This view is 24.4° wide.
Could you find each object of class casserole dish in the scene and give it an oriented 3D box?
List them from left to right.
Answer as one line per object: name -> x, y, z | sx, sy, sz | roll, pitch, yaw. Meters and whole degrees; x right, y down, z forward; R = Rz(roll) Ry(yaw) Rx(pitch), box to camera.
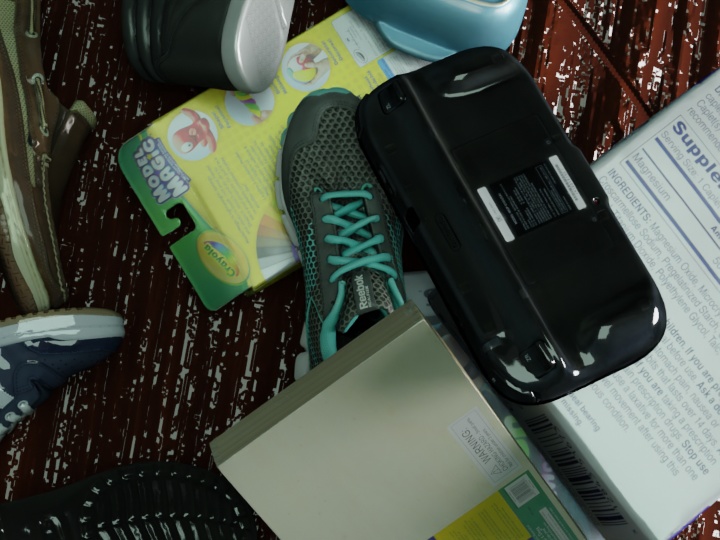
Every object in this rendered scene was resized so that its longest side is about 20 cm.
casserole dish -> 0.057, -0.218, 0.988 | 0.120, 0.039, 0.201 | 19, 66, -11

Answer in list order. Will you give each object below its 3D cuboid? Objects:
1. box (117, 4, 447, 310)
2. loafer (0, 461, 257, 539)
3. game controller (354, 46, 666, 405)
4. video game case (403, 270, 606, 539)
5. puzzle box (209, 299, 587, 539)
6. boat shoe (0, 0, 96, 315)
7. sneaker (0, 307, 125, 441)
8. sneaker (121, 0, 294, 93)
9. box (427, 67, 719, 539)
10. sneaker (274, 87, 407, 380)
box -> -0.033, -0.071, 0.981 | 0.199, 0.048, 0.118 | -31, 88, -12
loafer -> -0.156, 0.155, 0.931 | 0.199, 0.071, 0.073 | -3, 67, -22
game controller -> 0.078, -0.029, 0.876 | 0.104, 0.042, 0.201 | -20, 68, -19
video game case -> 0.086, 0.097, 0.986 | 0.180, 0.023, 0.202 | -5, 84, -7
puzzle box -> 0.027, 0.125, 0.900 | 0.133, 0.025, 0.200 | -35, 120, 2
boat shoe -> -0.186, -0.077, 0.952 | 0.074, 0.075, 0.204 | -14, 84, -14
sneaker -> -0.218, 0.092, 0.926 | 0.199, 0.070, 0.109 | -15, 81, -2
sneaker -> -0.081, -0.188, 0.978 | 0.099, 0.071, 0.201 | 1, 57, 25
box -> 0.172, 0.023, 0.942 | 0.200, 0.105, 0.184 | -37, 87, -9
sneaker -> 0.000, 0.000, 0.914 | 0.077, 0.091, 0.202 | -9, 98, -12
